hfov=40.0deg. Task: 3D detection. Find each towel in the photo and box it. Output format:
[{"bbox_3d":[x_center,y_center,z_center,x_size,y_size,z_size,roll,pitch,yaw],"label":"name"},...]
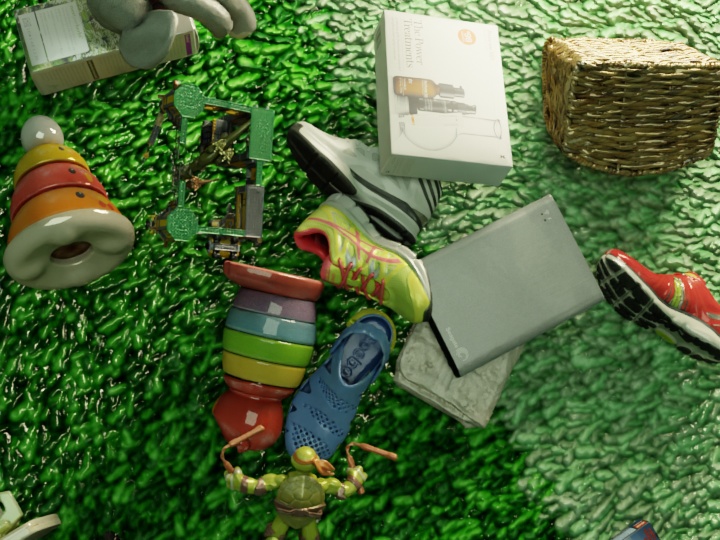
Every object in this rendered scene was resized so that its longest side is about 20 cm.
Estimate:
[{"bbox_3d":[0.132,0.074,1.172,0.131,0.034,0.202,30,78,-1],"label":"towel"}]

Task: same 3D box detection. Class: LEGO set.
[{"bbox_3d":[-0.179,-0.112,1.126,0.152,0.115,0.204,-5,92,-32],"label":"LEGO set"}]

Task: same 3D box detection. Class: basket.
[{"bbox_3d":[0.328,-0.203,1.222,0.196,0.149,0.145,0,113,-5],"label":"basket"}]

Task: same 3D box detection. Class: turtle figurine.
[{"bbox_3d":[-0.058,0.257,1.081,0.196,0.064,0.164,3,108,-16],"label":"turtle figurine"}]

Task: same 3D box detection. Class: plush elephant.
[{"bbox_3d":[-0.224,-0.305,1.064,0.153,0.200,0.166,-31,90,7],"label":"plush elephant"}]

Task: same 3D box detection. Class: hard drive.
[{"bbox_3d":[0.167,0.017,1.153,0.198,0.033,0.141,-26,83,-10],"label":"hard drive"}]

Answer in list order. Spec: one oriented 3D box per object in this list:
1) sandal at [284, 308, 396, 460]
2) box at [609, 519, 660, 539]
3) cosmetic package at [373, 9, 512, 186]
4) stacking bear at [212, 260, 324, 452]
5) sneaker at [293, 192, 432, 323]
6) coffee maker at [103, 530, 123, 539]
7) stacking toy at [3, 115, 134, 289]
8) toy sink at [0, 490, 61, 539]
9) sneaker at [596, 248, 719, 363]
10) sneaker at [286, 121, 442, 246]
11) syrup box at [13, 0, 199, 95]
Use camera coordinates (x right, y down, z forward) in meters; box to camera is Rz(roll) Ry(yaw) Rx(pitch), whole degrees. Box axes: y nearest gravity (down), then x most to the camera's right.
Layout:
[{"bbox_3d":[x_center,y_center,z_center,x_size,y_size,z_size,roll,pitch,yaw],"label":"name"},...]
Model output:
[{"bbox_3d":[-0.024,0.129,1.122,0.079,0.087,0.202,28,81,-2],"label":"sandal"},{"bbox_3d":[0.325,0.411,1.131,0.135,0.038,0.202,-31,85,-10],"label":"box"},{"bbox_3d":[0.096,-0.205,1.172,0.148,0.052,0.203,5,65,-16],"label":"cosmetic package"},{"bbox_3d":[-0.112,0.101,1.112,0.112,0.121,0.204,12,89,4],"label":"stacking bear"},{"bbox_3d":[0.000,0.000,1.122,0.090,0.079,0.200,-30,56,-30],"label":"sneaker"},{"bbox_3d":[-0.271,0.413,1.027,0.200,0.135,0.192,-44,87,-10],"label":"coffee maker"},{"bbox_3d":[-0.349,-0.094,1.121,0.144,0.147,0.202,-20,68,-8],"label":"stacking toy"},{"bbox_3d":[-0.438,0.275,1.037,0.198,0.130,0.113,-31,84,-9],"label":"toy sink"},{"bbox_3d":[0.371,0.031,1.191,0.199,0.077,0.086,35,68,-6],"label":"sneaker"},{"bbox_3d":[0.013,-0.132,1.185,0.200,0.076,0.116,39,70,-6],"label":"sneaker"},{"bbox_3d":[-0.296,-0.280,1.166,0.197,0.081,0.080,-17,84,-10],"label":"syrup box"}]
